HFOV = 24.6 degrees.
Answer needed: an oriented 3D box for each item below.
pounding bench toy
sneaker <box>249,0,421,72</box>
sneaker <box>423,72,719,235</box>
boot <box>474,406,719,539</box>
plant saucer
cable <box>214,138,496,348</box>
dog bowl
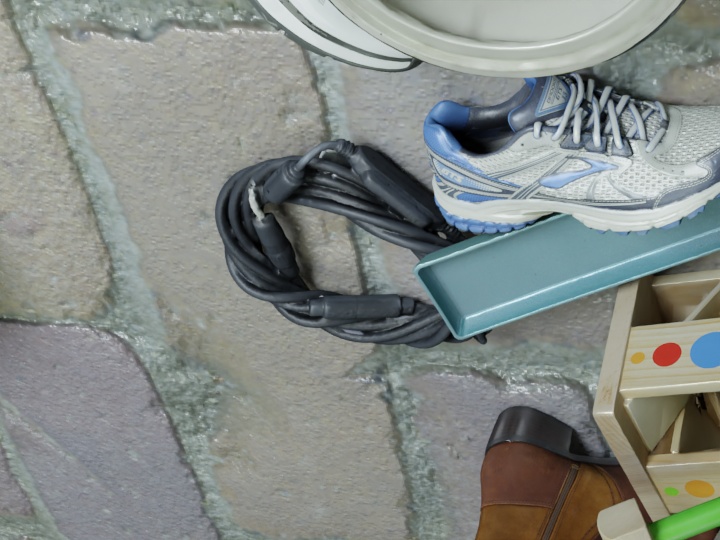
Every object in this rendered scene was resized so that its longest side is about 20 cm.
[{"bbox_3d":[0.235,0.097,0.983,0.156,0.200,0.124,-7,135,29],"label":"pounding bench toy"},{"bbox_3d":[-0.019,-0.188,0.845,0.200,0.076,0.115,36,140,-17],"label":"sneaker"},{"bbox_3d":[0.122,-0.071,0.931,0.200,0.077,0.085,-6,131,27],"label":"sneaker"},{"bbox_3d":[0.157,0.211,1.148,0.188,0.200,0.068,29,140,-13],"label":"boot"},{"bbox_3d":[0.135,-0.016,0.994,0.200,0.019,0.070,-20,130,18],"label":"plant saucer"},{"bbox_3d":[0.000,0.000,1.079,0.200,0.051,0.163,36,136,-23],"label":"cable"},{"bbox_3d":[0.064,-0.186,0.757,0.200,0.074,0.200,10,141,8],"label":"dog bowl"}]
